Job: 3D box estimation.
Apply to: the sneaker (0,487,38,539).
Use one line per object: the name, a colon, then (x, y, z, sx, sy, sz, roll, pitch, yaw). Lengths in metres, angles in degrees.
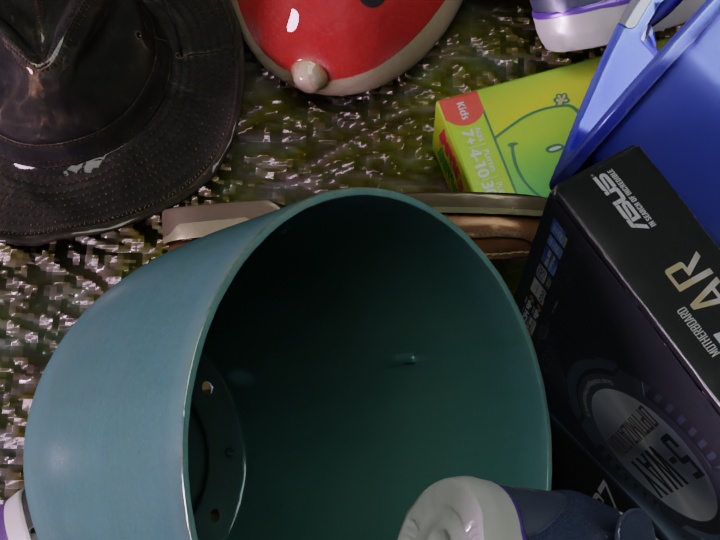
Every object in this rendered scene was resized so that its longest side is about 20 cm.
sneaker: (-0.142, 0.200, 0.708, 0.087, 0.076, 0.201, -26, 62, 4)

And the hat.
hat: (-0.150, -0.114, 0.834, 0.198, 0.081, 0.203, -3, 56, 4)

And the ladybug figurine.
ladybug figurine: (-0.003, -0.185, 0.888, 0.134, 0.072, 0.202, 9, 64, 4)

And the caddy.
caddy: (0.167, -0.095, 0.740, 0.105, 0.141, 0.200, 43, 86, 4)

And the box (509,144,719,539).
box: (0.121, 0.069, 0.689, 0.043, 0.201, 0.161, -26, 67, -20)

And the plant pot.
plant pot: (-0.045, 0.076, 0.687, 0.160, 0.200, 0.202, -7, 53, 45)

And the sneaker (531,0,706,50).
sneaker: (0.159, -0.206, 0.840, 0.198, 0.080, 0.148, -20, 106, -21)

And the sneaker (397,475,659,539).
sneaker: (0.077, 0.183, 0.622, 0.145, 0.080, 0.203, 21, 65, -35)

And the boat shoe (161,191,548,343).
boat shoe: (0.000, 0.000, 0.785, 0.198, 0.072, 0.069, -4, 86, 25)

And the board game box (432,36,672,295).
board game box: (0.146, -0.058, 0.839, 0.198, 0.048, 0.103, -16, 64, -8)
